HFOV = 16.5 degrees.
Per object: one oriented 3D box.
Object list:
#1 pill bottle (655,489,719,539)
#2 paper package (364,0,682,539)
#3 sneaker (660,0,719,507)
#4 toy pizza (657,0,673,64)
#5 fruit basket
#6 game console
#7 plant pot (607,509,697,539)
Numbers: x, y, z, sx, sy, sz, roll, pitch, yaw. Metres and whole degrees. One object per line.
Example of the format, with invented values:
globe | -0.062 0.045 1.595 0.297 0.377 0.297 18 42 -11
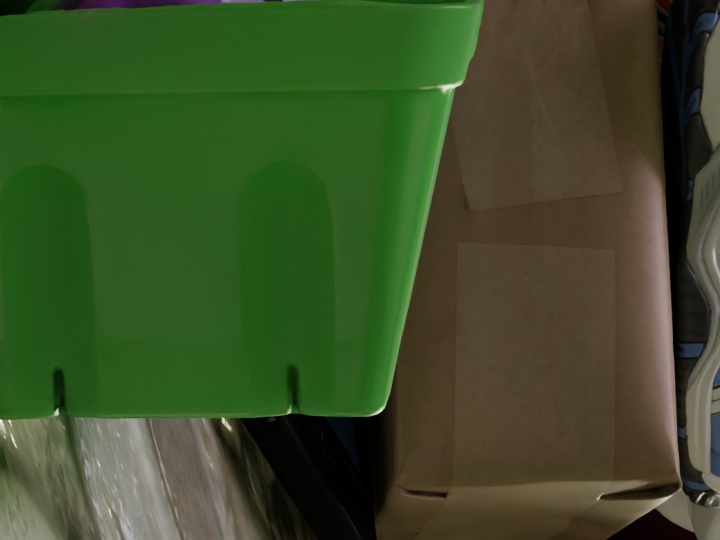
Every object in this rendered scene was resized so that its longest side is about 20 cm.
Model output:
pill bottle | 0.154 0.037 1.038 0.201 0.112 0.113 -109 177 -49
paper package | 0.054 -0.001 0.952 0.191 0.103 0.202 106 -17 -77
sneaker | 0.146 -0.007 0.902 0.076 0.076 0.201 -107 -160 -71
toy pizza | 0.114 -0.106 1.014 0.200 0.032 0.200 48 3 -3
fruit basket | -0.047 -0.076 0.598 0.216 0.154 0.217 0 90 -87
game console | -0.004 -0.024 0.925 0.176 0.116 0.200 59 11 -24
plant pot | 0.105 0.175 1.157 0.179 0.199 0.201 137 -64 -78
